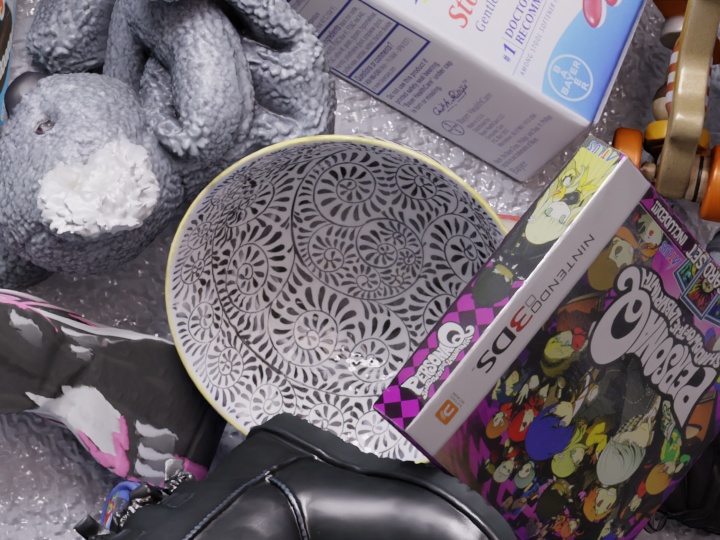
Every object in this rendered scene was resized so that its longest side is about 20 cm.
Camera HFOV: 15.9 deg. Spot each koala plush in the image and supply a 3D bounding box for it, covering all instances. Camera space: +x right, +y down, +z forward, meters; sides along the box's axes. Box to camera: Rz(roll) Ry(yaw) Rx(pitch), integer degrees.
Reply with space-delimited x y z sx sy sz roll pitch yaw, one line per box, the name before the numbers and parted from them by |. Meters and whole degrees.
koala plush | -0.127 -0.071 1.429 0.184 0.177 0.200 48 58 -12

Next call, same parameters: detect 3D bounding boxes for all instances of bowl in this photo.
bowl | 0.000 0.000 1.403 0.200 0.201 0.094 33 28 -8

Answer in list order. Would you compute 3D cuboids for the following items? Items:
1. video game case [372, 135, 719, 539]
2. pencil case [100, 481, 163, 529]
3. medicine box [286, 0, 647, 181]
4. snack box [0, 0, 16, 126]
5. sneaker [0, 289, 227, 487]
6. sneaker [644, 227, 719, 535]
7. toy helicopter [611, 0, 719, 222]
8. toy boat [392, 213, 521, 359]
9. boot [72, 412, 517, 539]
video game case | 0.120 0.055 1.361 0.182 0.036 0.200 -50 133 -5
pencil case | -0.044 0.158 1.428 0.199 0.087 0.079 3 84 -19
medicine box | 0.069 -0.189 1.578 0.199 0.103 0.183 30 64 -10
snack box | -0.223 -0.196 1.458 0.037 0.116 0.201 0 71 8
sneaker | -0.160 0.050 1.425 0.199 0.086 0.081 30 92 -33
sneaker | 0.204 0.066 1.559 0.113 0.075 0.202 4 74 -23
toy helicopter | 0.205 -0.136 1.568 0.078 0.201 0.133 10 45 3
toy boat | 0.105 0.037 1.508 0.198 0.131 0.132 9 91 4
boot | -0.039 0.152 1.302 0.198 0.074 0.162 23 41 36
